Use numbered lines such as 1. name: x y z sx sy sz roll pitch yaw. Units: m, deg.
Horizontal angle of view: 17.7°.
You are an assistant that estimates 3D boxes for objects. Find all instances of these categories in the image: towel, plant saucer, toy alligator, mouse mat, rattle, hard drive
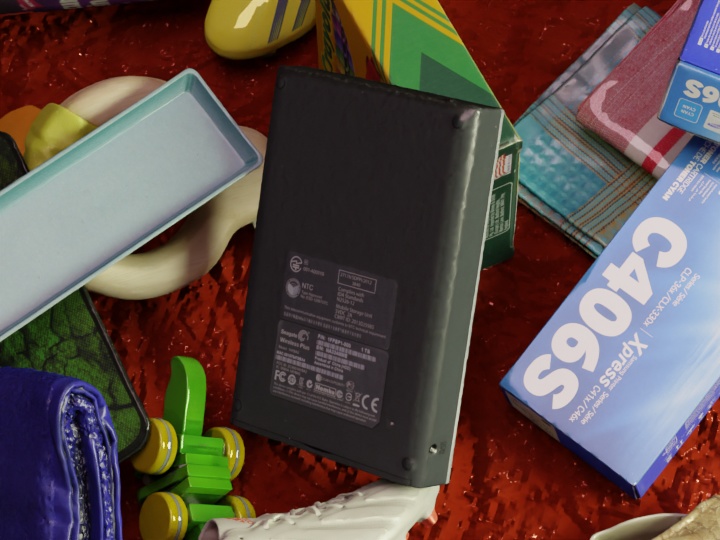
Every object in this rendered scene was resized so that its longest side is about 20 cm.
1. towel: 0.186 -0.054 1.324 0.200 0.022 0.147 40 74 22
2. plant saucer: -0.151 -0.029 1.243 0.200 0.019 0.070 -35 79 -16
3. toy alligator: -0.093 0.146 1.238 0.054 0.059 0.201 -30 62 41
4. mouse mat: -0.215 0.044 1.267 0.161 0.008 0.200 -32 74 18
5. towel: -0.194 0.117 1.186 0.200 0.049 0.148 6 98 45
6. rattle: -0.109 -0.043 1.347 0.199 0.143 0.131 -2 79 -22
7. towel: 0.243 -0.082 1.312 0.200 0.023 0.144 37 73 19
8. hard drive: 0.000 0.000 1.223 0.139 0.033 0.201 16 102 39

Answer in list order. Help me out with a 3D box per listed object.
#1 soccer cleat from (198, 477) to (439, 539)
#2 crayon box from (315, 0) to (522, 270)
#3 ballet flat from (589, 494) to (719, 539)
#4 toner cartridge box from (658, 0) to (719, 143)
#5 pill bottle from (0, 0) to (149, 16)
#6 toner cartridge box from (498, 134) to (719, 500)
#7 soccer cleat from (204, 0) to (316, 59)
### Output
1. soccer cleat: -0.039 0.148 1.190 0.200 0.069 0.078 -35 86 -33
2. crayon box: 0.023 -0.107 1.309 0.051 0.127 0.200 -22 62 -11
3. ballet flat: 0.121 0.172 1.196 0.199 0.071 0.065 -20 51 -13
4. toner cartridge box: 0.236 -0.142 1.274 0.095 0.043 0.200 21 46 7
5. pill bottle: -0.193 -0.212 1.394 0.199 0.112 0.112 -5 62 4
6. toner cartridge box: 0.173 0.016 1.254 0.095 0.043 0.200 36 83 17
7. soccer cleat: -0.020 -0.206 1.388 0.200 0.084 0.065 -41 66 -14
